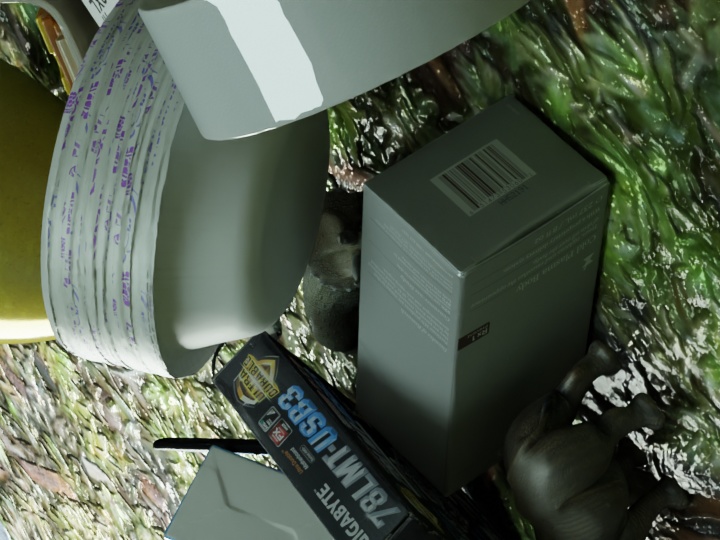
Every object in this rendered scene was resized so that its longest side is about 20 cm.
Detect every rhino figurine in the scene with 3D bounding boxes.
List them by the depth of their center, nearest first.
[{"bbox_3d":[0.129,0.132,1.603,0.060,0.087,0.200,39,160,41],"label":"rhino figurine"}]

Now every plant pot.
[{"bbox_3d":[-0.226,-0.031,1.982,0.142,0.200,0.200,21,144,14],"label":"plant pot"}]

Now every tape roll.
[{"bbox_3d":[-0.001,-0.138,1.393,0.202,0.202,0.071,-3,118,62],"label":"tape roll"}]

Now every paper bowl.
[{"bbox_3d":[-0.082,-0.043,1.535,0.104,0.201,0.201,12,138,15],"label":"paper bowl"}]

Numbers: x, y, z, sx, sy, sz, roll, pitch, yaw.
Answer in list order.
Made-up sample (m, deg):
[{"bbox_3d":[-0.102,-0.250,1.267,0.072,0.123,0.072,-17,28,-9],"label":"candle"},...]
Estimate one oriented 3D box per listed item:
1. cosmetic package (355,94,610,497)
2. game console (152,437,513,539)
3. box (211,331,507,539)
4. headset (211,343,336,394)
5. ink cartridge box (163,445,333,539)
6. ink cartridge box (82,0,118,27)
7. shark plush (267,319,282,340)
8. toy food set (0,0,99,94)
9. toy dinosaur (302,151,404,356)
[{"bbox_3d":[0.061,0.016,1.572,0.090,0.107,0.200,42,153,30],"label":"cosmetic package"},{"bbox_3d":[-0.012,0.155,1.858,0.200,0.116,0.176,-4,116,63],"label":"game console"},{"bbox_3d":[0.029,0.140,1.625,0.198,0.050,0.200,38,-175,-40],"label":"box"},{"bbox_3d":[-0.050,-0.016,1.703,0.094,0.123,0.201,10,107,17],"label":"headset"},{"bbox_3d":[-0.023,0.191,1.830,0.116,0.067,0.200,19,162,30],"label":"ink cartridge box"},{"bbox_3d":[-0.126,-0.218,1.664,0.200,0.084,0.145,56,156,2],"label":"ink cartridge box"},{"bbox_3d":[-0.113,-0.028,1.894,0.083,0.090,0.200,-104,0,-46],"label":"shark plush"},{"bbox_3d":[-0.173,-0.107,1.820,0.144,0.060,0.201,-85,-25,-65],"label":"toy food set"},{"bbox_3d":[0.000,0.000,1.669,0.077,0.102,0.200,48,153,19],"label":"toy dinosaur"}]
